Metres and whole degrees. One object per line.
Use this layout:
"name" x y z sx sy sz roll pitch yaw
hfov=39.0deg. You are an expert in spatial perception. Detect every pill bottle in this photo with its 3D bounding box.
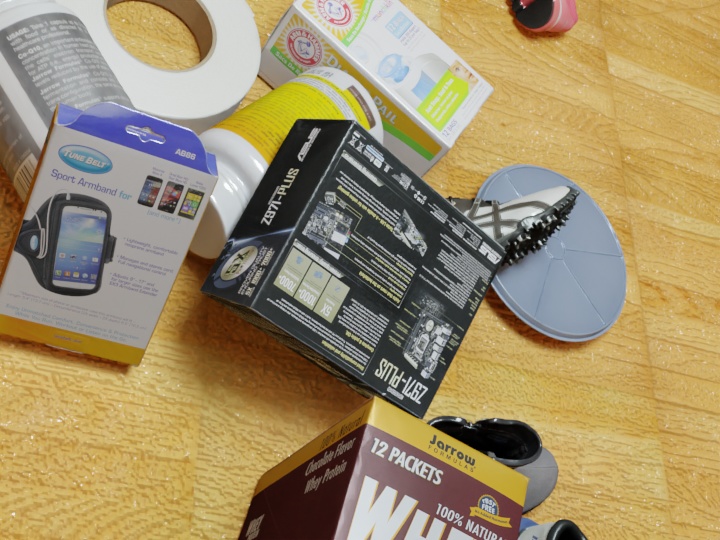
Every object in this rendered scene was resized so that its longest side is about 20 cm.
"pill bottle" -0.076 -0.092 0.885 0.109 0.109 0.200 50 51 1
"pill bottle" -0.249 -0.136 0.803 0.113 0.114 0.201 -27 81 -38

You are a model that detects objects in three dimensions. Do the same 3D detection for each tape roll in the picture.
"tape roll" -0.187 -0.217 0.932 0.201 0.037 0.205 14 59 -24

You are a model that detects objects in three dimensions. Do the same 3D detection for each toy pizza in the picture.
"toy pizza" 0.194 -0.018 1.059 0.199 0.032 0.202 14 60 -25

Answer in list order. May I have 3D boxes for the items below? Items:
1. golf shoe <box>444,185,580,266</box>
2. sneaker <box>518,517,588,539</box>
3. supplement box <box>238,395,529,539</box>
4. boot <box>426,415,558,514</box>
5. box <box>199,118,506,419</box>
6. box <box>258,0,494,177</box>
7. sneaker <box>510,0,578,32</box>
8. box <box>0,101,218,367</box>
"golf shoe" 0.114 -0.044 0.965 0.199 0.078 0.095 -29 68 -13
"sneaker" 0.169 0.293 0.825 0.080 0.115 0.201 3 66 -28
"supplement box" -0.007 0.230 0.700 0.132 0.197 0.201 29 53 -15
"boot" 0.115 0.164 0.850 0.198 0.132 0.070 0 64 -31
"box" 0.000 0.000 0.824 0.199 0.086 0.165 35 77 -34
"box" 0.011 -0.189 0.994 0.200 0.101 0.113 42 51 -5
"sneaker" 0.212 -0.375 1.247 0.086 0.073 0.202 3 67 -45
"box" -0.185 -0.030 0.738 0.118 0.201 0.042 17 25 -22
